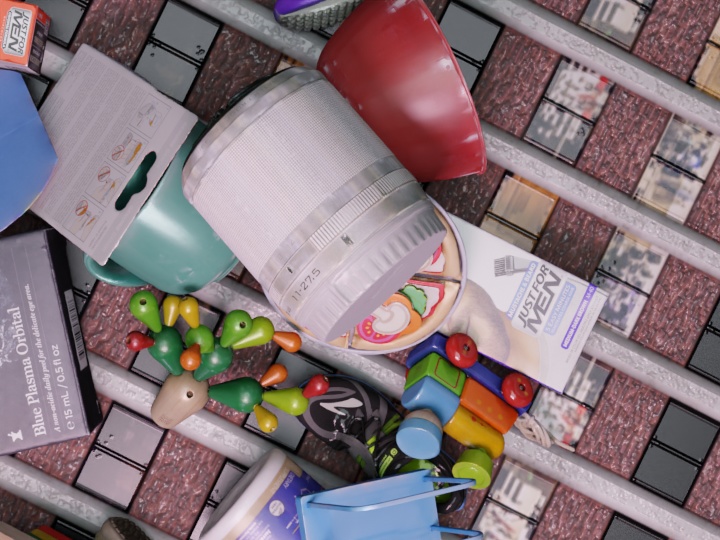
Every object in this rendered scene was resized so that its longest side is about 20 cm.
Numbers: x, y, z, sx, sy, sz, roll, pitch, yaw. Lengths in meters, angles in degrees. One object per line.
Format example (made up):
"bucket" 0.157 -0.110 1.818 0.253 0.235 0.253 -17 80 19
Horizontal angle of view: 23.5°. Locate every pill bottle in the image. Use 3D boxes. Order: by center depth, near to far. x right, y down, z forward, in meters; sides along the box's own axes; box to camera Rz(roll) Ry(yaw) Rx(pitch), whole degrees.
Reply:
"pill bottle" -0.045 0.277 1.650 0.200 0.120 0.120 41 89 -5

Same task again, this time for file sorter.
"file sorter" 0.041 0.292 1.550 0.137 0.122 0.202 -8 90 -26

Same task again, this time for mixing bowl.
"mixing bowl" 0.025 -0.157 1.597 0.108 0.200 0.202 -26 93 -6

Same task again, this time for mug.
"mug" -0.169 -0.054 1.629 0.114 0.185 0.153 34 71 -21

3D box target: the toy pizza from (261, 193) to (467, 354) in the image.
"toy pizza" 0.000 0.000 1.605 0.198 0.032 0.202 3 123 5

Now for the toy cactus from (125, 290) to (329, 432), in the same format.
"toy cactus" -0.144 0.101 1.630 0.199 0.103 0.165 25 131 -22

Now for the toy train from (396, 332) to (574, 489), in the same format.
"toy train" 0.122 0.160 1.648 0.199 0.085 0.116 36 48 -16

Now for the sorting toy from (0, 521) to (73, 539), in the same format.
"sorting toy" -0.270 0.355 1.627 0.198 0.069 0.201 21 110 27

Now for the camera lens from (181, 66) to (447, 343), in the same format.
"camera lens" -0.043 -0.060 1.480 0.160 0.160 0.200 -42 82 -1

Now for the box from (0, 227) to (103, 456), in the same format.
"box" -0.362 0.076 1.628 0.198 0.117 0.199 -12 92 -2

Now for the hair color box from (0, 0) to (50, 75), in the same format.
"hair color box" -0.398 -0.234 1.624 0.198 0.102 0.062 12 91 -5

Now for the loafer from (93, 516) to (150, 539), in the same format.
"loafer" -0.194 0.330 1.662 0.068 0.076 0.200 -44 74 14

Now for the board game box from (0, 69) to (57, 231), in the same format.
"board game box" -0.362 -0.097 1.627 0.157 0.039 0.201 -30 56 0

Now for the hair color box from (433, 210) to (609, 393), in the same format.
"hair color box" 0.128 0.026 1.681 0.198 0.065 0.110 26 91 -2

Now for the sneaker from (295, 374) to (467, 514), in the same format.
"sneaker" 0.023 0.167 1.668 0.199 0.083 0.071 36 91 -3

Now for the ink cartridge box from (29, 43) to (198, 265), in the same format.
"ink cartridge box" -0.236 -0.105 1.604 0.199 0.050 0.163 33 90 39

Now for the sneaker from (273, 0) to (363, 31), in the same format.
"sneaker" -0.005 -0.307 1.666 0.199 0.070 0.100 -27 86 -6
